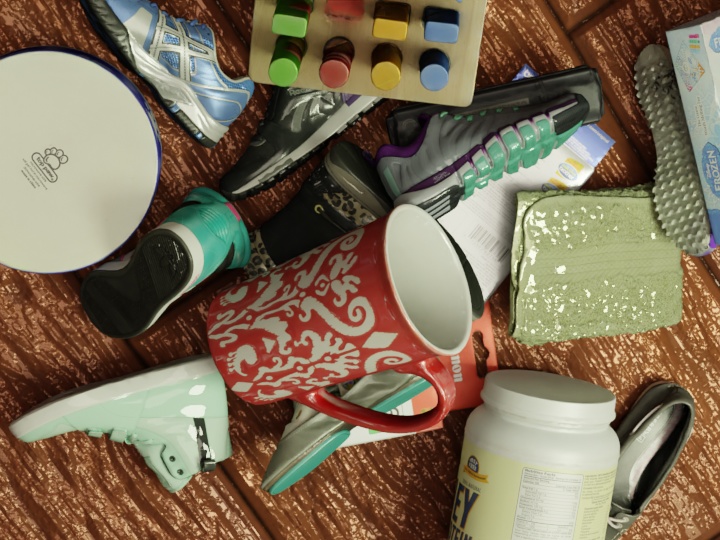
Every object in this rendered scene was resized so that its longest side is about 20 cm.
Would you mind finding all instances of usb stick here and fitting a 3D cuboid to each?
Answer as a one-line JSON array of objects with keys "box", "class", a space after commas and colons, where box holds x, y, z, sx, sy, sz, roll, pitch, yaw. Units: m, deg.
[{"box": [0.124, -0.141, 1.524, 0.200, 0.033, 0.055, -13, 107, -2], "class": "usb stick"}]

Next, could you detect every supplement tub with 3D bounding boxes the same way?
[{"box": [0.161, 0.204, 1.564, 0.145, 0.145, 0.200, 7, 99, -8], "class": "supplement tub"}]

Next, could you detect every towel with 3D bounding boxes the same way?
[{"box": [0.223, -0.006, 1.562, 0.200, 0.036, 0.148, -4, 101, -29], "class": "towel"}]

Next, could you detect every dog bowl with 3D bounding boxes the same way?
[{"box": [-0.277, -0.099, 1.497, 0.200, 0.079, 0.200, -1, 100, -7], "class": "dog bowl"}]

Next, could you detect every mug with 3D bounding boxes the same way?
[{"box": [-0.019, 0.057, 1.440, 0.200, 0.133, 0.178, -20, 71, 28], "class": "mug"}]

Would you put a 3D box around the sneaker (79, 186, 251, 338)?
[{"box": [-0.166, -0.013, 1.510, 0.121, 0.200, 0.084, -34, 93, -40], "class": "sneaker"}]

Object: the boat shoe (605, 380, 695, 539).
[{"box": [0.257, 0.197, 1.619, 0.067, 0.057, 0.200, 30, 95, -10], "class": "boat shoe"}]

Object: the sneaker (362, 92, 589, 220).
[{"box": [0.103, -0.122, 1.478, 0.200, 0.074, 0.088, -30, 72, -13], "class": "sneaker"}]

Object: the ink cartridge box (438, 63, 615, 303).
[{"box": [0.129, -0.081, 1.568, 0.119, 0.042, 0.200, 39, 95, -9], "class": "ink cartridge box"}]

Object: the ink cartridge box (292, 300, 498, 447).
[{"box": [0.034, 0.098, 1.580, 0.200, 0.050, 0.109, -10, 100, -4], "class": "ink cartridge box"}]

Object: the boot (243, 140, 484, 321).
[{"box": [0.000, -0.001, 1.532, 0.154, 0.073, 0.204, -39, 101, 25], "class": "boot"}]

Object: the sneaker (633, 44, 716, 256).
[{"box": [0.323, -0.114, 1.553, 0.099, 0.070, 0.200, -4, 82, -27], "class": "sneaker"}]

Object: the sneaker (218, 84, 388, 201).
[{"box": [-0.060, -0.146, 1.528, 0.200, 0.076, 0.088, -38, 90, -5], "class": "sneaker"}]

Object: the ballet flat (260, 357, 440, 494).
[{"box": [-0.019, 0.125, 1.530, 0.200, 0.067, 0.064, -35, 75, -1], "class": "ballet flat"}]

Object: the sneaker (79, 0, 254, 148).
[{"box": [-0.177, -0.204, 1.501, 0.077, 0.076, 0.200, -43, 111, -5], "class": "sneaker"}]

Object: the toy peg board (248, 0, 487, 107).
[{"box": [0.009, -0.233, 1.413, 0.199, 0.098, 0.200, 7, 114, 0], "class": "toy peg board"}]

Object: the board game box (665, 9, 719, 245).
[{"box": [0.370, -0.147, 1.529, 0.200, 0.043, 0.199, -25, 105, -41], "class": "board game box"}]

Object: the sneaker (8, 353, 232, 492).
[{"box": [-0.215, 0.157, 1.546, 0.200, 0.074, 0.118, -14, 94, -7], "class": "sneaker"}]
